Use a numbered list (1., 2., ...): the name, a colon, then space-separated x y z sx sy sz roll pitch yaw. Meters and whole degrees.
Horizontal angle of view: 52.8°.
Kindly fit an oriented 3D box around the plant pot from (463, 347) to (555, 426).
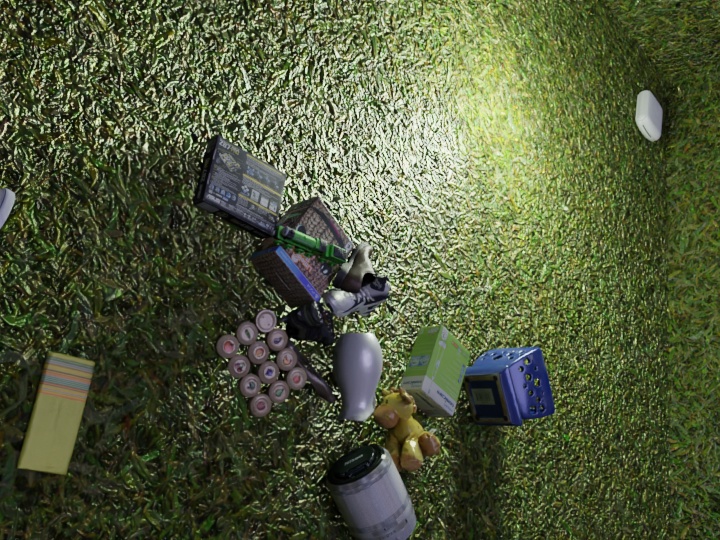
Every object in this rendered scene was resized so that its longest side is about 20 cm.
1. plant pot: 0.415 0.342 2.090 0.179 0.199 0.202 -16 92 -39

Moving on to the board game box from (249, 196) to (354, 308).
1. board game box: -0.131 -0.042 1.678 0.160 0.096 0.201 52 48 -24

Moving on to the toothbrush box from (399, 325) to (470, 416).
1. toothbrush box: 0.204 0.272 1.959 0.146 0.086 0.201 42 52 -31

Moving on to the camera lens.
1. camera lens: 0.025 0.517 1.661 0.160 0.159 0.201 -37 108 -44

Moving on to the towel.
1. towel: -0.528 0.247 1.259 0.086 0.018 0.202 22 66 -35

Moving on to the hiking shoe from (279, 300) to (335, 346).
1. hiking shoe: -0.119 0.125 1.658 0.200 0.100 0.076 63 17 -62

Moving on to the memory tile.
1. memory tile: -0.210 0.199 1.564 0.153 0.017 0.201 -33 105 -26

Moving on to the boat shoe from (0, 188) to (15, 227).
1. boat shoe: -0.637 -0.063 1.175 0.065 0.073 0.201 44 51 -35

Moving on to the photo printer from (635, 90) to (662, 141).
1. photo printer: 1.354 -0.718 3.398 0.166 0.069 0.201 38 55 -34

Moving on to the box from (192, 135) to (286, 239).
1. box: -0.264 -0.182 1.609 0.199 0.049 0.162 26 64 -39

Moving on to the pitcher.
1. pitcher: 0.000 0.254 1.746 0.171 0.120 0.202 20 69 -71

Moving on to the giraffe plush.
1. giraffe plush: 0.100 0.375 1.775 0.200 0.172 0.163 -38 107 -52

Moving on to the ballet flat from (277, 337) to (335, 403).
1. ballet flat: -0.125 0.235 1.654 0.046 0.067 0.200 -40 113 -9

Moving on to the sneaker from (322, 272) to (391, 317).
1. sneaker: 0.005 0.051 1.745 0.199 0.129 0.080 16 41 -53

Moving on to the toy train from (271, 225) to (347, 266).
1. toy train: -0.108 -0.054 1.592 0.199 0.056 0.042 22 65 -41

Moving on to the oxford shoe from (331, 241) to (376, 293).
1. oxford shoe: 0.000 0.000 1.720 0.084 0.073 0.200 26 35 3
